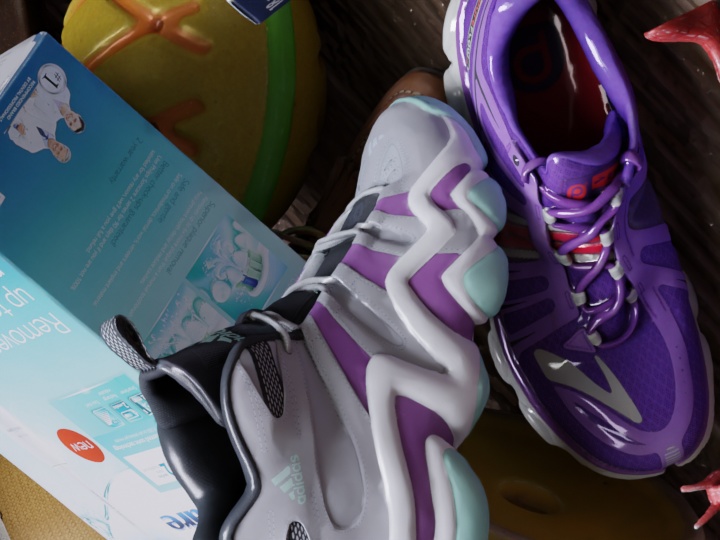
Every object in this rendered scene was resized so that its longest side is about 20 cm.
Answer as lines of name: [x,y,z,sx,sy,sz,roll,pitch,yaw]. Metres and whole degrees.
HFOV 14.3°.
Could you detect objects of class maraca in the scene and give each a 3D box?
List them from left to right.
maraca: [-0.069,-0.095,1.169,0.137,0.107,0.200,-1,85,48]

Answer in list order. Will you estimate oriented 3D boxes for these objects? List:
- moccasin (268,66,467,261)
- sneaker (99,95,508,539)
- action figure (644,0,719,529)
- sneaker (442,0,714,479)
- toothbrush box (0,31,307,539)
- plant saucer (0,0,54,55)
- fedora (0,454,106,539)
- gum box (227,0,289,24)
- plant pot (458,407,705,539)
moccasin: [-0.001,-0.001,1.148,0.074,0.078,0.201,42,136,6]
sneaker: [-0.024,0.021,1.001,0.078,0.140,0.200,-39,44,56]
action figure: [0.143,0.008,0.994,0.065,0.099,0.200,-20,96,51]
sneaker: [0.076,-0.017,1.040,0.083,0.081,0.200,-130,21,-83]
toothbrush box: [-0.097,0.019,1.087,0.200,0.085,0.146,41,151,-20]
plant saucer: [-0.145,-0.061,1.246,0.200,0.034,0.201,168,90,-88]
fedora: [-0.132,0.121,1.329,0.082,0.201,0.201,-32,82,9]
gum box: [-0.007,-0.213,0.995,0.200,0.045,0.170,-36,78,7]
plant pot: [0.042,0.163,1.113,0.201,0.201,0.189,31,113,34]
